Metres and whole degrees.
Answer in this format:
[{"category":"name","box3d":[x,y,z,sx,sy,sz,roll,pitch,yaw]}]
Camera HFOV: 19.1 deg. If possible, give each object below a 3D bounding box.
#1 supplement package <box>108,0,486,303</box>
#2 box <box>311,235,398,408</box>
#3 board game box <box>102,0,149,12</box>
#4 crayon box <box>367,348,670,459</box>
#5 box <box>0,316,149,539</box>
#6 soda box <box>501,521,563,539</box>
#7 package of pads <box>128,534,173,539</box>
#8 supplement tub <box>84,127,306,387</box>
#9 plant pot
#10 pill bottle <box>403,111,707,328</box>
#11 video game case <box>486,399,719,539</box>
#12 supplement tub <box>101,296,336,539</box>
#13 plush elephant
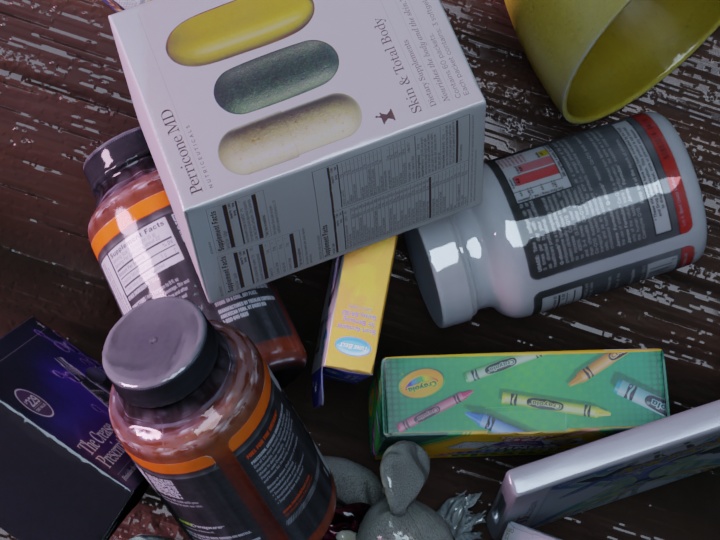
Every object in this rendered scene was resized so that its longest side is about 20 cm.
[{"category":"supplement package","box3d":[-0.038,-0.103,1.388,0.199,0.151,0.152,-20,68,-6]},{"category":"box","box3d":[0.000,0.000,1.518,0.041,0.119,0.201,9,84,-4]},{"category":"board game box","box3d":[-0.085,-0.243,1.578,0.135,0.035,0.200,39,82,0]},{"category":"crayon box","box3d":[0.108,0.095,1.514,0.199,0.119,0.059,-2,78,-4]},{"category":"box","box3d":[-0.208,0.115,1.443,0.141,0.200,0.079,32,100,0]},{"category":"soda box","box3d":[0.181,0.244,1.494,0.199,0.064,0.068,27,83,-29]},{"category":"package of pads","box3d":[-0.167,0.278,1.457,0.068,0.155,0.201,22,83,-2]},{"category":"supplement tub","box3d":[-0.123,0.000,1.500,0.106,0.107,0.201,-24,76,-6]},{"category":"plant pot","box3d":[0.175,-0.226,1.531,0.200,0.200,0.142,-39,73,-7]},{"category":"pill bottle","box3d":[0.137,-0.033,1.533,0.199,0.116,0.116,-17,86,-6]},{"category":"video game case","box3d":[0.189,0.135,1.487,0.199,0.182,0.022,-18,75,-6]},{"category":"supplement tub","box3d":[-0.093,0.104,1.369,0.106,0.200,0.107,-12,48,14]},{"category":"plush elephant","box3d":[0.004,0.200,1.478,0.199,0.155,0.166,-20,86,-6]}]
